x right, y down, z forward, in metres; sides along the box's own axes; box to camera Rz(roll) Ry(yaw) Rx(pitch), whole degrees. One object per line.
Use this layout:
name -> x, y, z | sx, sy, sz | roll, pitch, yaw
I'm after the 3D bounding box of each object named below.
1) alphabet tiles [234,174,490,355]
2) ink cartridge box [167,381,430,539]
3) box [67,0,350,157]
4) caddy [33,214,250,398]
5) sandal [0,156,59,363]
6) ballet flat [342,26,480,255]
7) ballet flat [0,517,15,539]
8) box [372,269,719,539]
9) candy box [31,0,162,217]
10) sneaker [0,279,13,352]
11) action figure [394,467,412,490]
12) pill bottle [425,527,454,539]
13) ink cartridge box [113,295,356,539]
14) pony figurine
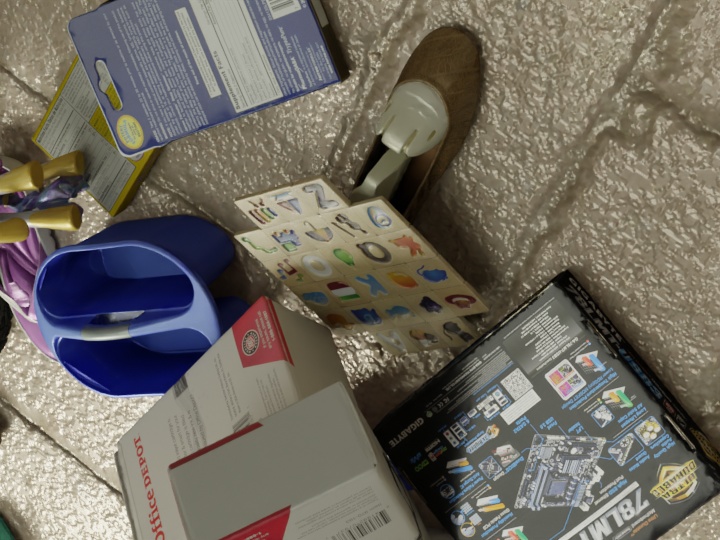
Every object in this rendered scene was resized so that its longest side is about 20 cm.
alphabet tiles -> 0.000, 0.000, 1.306 | 0.166, 0.006, 0.200 | -12, 133, 45
ink cartridge box -> -0.035, 0.191, 1.258 | 0.084, 0.145, 0.200 | 64, -179, 38
box -> -0.120, -0.173, 1.316 | 0.199, 0.032, 0.122 | -17, 104, 21
caddy -> -0.187, 0.034, 1.443 | 0.199, 0.105, 0.142 | -5, 109, 35
sandal -> -0.309, -0.002, 1.539 | 0.082, 0.050, 0.204 | -6, 110, 34
ballet flat -> 0.029, -0.087, 1.266 | 0.068, 0.072, 0.201 | 37, 127, 13
ballet flat -> -0.369, 0.341, 1.738 | 0.067, 0.070, 0.201 | -7, 109, 35
box -> 0.142, 0.138, 1.289 | 0.200, 0.050, 0.199 | -41, 89, 21
candy box -> -0.196, -0.145, 1.410 | 0.102, 0.026, 0.200 | 45, 129, 9
sneaker -> -0.384, 0.005, 1.587 | 0.090, 0.076, 0.201 | 9, 111, 40
action figure -> 0.006, 0.180, 1.399 | 0.199, 0.099, 0.065 | 13, 147, 30
pill bottle -> 0.006, 0.287, 1.432 | 0.200, 0.120, 0.120 | -22, 101, 51
ink cartridge box -> -0.097, 0.145, 1.359 | 0.200, 0.085, 0.146 | -43, 44, 22
pony figurine -> -0.332, -0.053, 1.425 | 0.199, 0.193, 0.168 | -10, 97, 12
